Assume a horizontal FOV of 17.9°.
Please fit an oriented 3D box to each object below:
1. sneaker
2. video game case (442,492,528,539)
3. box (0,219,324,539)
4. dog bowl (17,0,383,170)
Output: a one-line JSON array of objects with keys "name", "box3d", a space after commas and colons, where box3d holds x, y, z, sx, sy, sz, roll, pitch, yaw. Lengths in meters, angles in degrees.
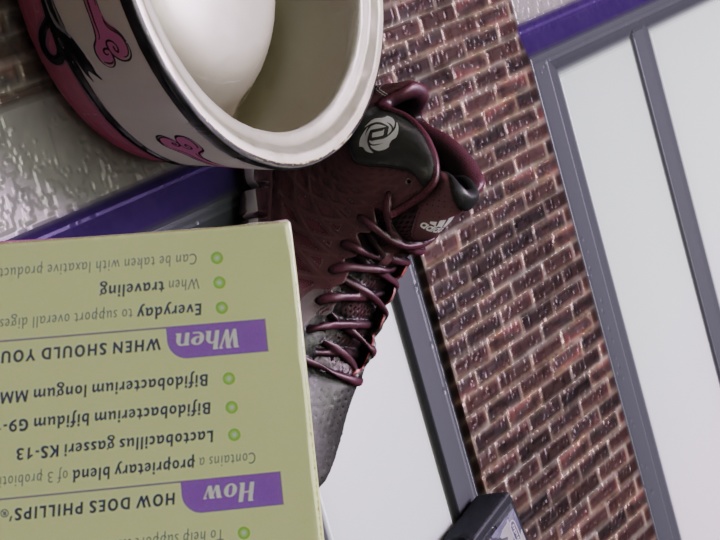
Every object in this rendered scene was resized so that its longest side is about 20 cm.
[{"name": "sneaker", "box3d": [0.000, 0.000, 1.032, 0.076, 0.115, 0.201, 26, 60, -52]}, {"name": "video game case", "box3d": [0.065, 0.243, 1.149, 0.181, 0.025, 0.201, -44, 118, -53]}, {"name": "box", "box3d": [-0.105, 0.094, 0.737, 0.175, 0.097, 0.201, -5, 82, -12]}, {"name": "dog bowl", "box3d": [-0.073, -0.136, 0.997, 0.200, 0.074, 0.201, 24, 61, -52]}]
